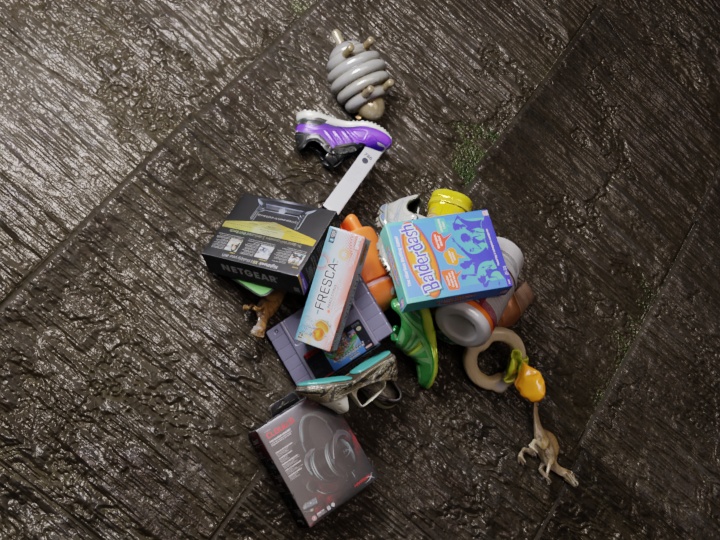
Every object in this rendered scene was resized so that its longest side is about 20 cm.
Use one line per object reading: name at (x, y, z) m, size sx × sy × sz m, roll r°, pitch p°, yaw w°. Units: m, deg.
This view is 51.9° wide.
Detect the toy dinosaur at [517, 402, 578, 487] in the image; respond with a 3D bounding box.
toy dinosaur at (0.350, 0.339, 1.435) m, size 0.100 × 0.058 × 0.202 m, roll -24°, pitch 89°, yaw -41°

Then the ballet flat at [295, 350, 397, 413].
ballet flat at (-0.014, 0.199, 1.253) m, size 0.198 × 0.067 × 0.077 m, roll -16°, pitch 93°, yaw -33°

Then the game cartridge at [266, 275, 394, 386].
game cartridge at (-0.053, 0.110, 1.302) m, size 0.199 × 0.038 × 0.131 m, roll -33°, pitch 78°, yaw 7°

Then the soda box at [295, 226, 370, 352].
soda box at (-0.046, 0.032, 1.257) m, size 0.067 × 0.064 × 0.203 m, roll 18°, pitch 90°, yaw 11°

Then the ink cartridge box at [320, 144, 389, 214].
ink cartridge box at (-0.021, -0.167, 1.430) m, size 0.039 × 0.099 × 0.201 m, roll 37°, pitch 63°, yaw -3°

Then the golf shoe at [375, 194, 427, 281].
golf shoe at (0.082, -0.062, 1.344) m, size 0.078 × 0.097 × 0.202 m, roll 37°, pitch 35°, yaw -38°

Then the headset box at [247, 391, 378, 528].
headset box at (-0.086, 0.307, 1.258) m, size 0.148 × 0.077 × 0.202 m, roll -27°, pitch 85°, yaw -27°

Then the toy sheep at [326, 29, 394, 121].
toy sheep at (-0.005, -0.395, 1.493) m, size 0.136 × 0.138 × 0.203 m, roll -22°, pitch 90°, yaw -25°

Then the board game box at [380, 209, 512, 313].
board game box at (0.148, -0.019, 1.284) m, size 0.197 × 0.045 × 0.154 m, roll -9°, pitch 68°, yaw -15°

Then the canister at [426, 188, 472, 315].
canister at (0.147, -0.031, 1.422) m, size 0.085 × 0.149 × 0.202 m, roll 16°, pitch 67°, yaw 11°

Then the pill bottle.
pill bottle at (0.225, 0.036, 1.370) m, size 0.109 × 0.110 × 0.201 m, roll 39°, pitch 55°, yaw -4°

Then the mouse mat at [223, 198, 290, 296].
mouse mat at (-0.159, -0.046, 1.334) m, size 0.160 × 0.008 × 0.200 m, roll 29°, pitch 60°, yaw 33°

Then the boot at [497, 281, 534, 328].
boot at (0.242, 0.031, 1.486) m, size 0.155 × 0.077 × 0.201 m, roll -37°, pitch 95°, yaw -23°

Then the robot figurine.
robot figurine at (0.002, -0.001, 1.372) m, size 0.202 × 0.116 × 0.143 m, roll 64°, pitch 25°, yaw 8°

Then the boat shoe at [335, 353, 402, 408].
boat shoe at (-0.002, 0.172, 1.340) m, size 0.199 × 0.065 × 0.074 m, roll 36°, pitch 65°, yaw -5°

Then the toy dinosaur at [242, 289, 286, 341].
toy dinosaur at (-0.158, 0.042, 1.342) m, size 0.106 × 0.060 × 0.201 m, roll 46°, pitch 54°, yaw -14°

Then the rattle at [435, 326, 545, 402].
rattle at (0.235, 0.162, 1.381) m, size 0.200 × 0.130 × 0.143 m, roll 44°, pitch 23°, yaw -18°

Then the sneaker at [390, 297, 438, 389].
sneaker at (0.099, 0.126, 1.367) m, size 0.082 × 0.074 × 0.203 m, roll -9°, pitch 114°, yaw 7°

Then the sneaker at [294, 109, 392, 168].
sneaker at (-0.037, -0.246, 1.470) m, size 0.197 × 0.070 × 0.101 m, roll 10°, pitch 70°, yaw -9°

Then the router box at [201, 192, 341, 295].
router box at (-0.154, -0.051, 1.296) m, size 0.197 × 0.053 × 0.158 m, roll 13°, pitch 53°, yaw 23°
